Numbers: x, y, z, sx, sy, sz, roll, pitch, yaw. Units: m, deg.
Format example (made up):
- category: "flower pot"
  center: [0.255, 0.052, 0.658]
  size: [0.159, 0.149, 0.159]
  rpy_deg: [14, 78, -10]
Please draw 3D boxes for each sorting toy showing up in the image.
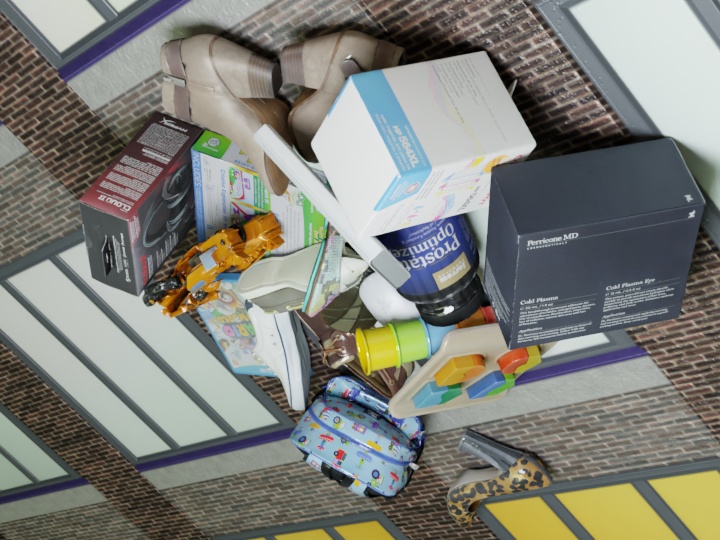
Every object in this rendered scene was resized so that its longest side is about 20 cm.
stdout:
- category: "sorting toy"
  center: [0.149, 0.128, 1.714]
  size: [0.200, 0.184, 0.037]
  rpy_deg: [-58, 46, 51]

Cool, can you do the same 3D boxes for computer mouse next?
- category: "computer mouse"
  center: [0.081, 0.073, 1.740]
  size: [0.200, 0.044, 0.110]
  rpy_deg: [33, 123, -22]

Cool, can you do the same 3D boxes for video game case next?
- category: "video game case"
  center: [-0.166, 0.081, 1.990]
  size: [0.143, 0.018, 0.200]
  rpy_deg: [2, 134, 33]

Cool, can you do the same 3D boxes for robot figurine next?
- category: "robot figurine"
  center: [-0.192, -0.001, 1.746]
  size: [0.200, 0.145, 0.058]
  rpy_deg: [-37, 82, 40]

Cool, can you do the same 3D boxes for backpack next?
- category: "backpack"
  center: [-0.002, 0.232, 1.883]
  size: [0.182, 0.135, 0.200]
  rpy_deg: [29, 180, 8]

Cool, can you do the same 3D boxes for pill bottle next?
- category: "pill bottle"
  center: [0.075, -0.033, 1.615]
  size: [0.112, 0.112, 0.200]
  rpy_deg: [0, 133, 35]

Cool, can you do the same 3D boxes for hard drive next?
- category: "hard drive"
  center: [-0.031, -0.070, 1.513]
  size: [0.200, 0.026, 0.132]
  rpy_deg: [48, -178, 20]

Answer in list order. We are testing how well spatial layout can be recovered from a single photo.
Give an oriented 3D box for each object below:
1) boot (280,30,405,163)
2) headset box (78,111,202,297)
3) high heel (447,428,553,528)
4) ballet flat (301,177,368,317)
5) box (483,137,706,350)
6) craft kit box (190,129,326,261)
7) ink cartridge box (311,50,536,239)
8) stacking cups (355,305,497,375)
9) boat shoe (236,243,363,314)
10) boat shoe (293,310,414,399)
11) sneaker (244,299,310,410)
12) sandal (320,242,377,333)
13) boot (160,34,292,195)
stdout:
- category: "boot"
  center: [-0.007, -0.187, 1.539]
  size: [0.146, 0.070, 0.200]
  rpy_deg: [7, 146, 16]
- category: "headset box"
  center: [-0.277, -0.078, 1.735]
  size: [0.077, 0.200, 0.149]
  rpy_deg: [21, 141, 14]
- category: "high heel"
  center: [0.201, 0.329, 1.968]
  size: [0.142, 0.071, 0.201]
  rpy_deg: [23, 134, 21]
- category: "ballet flat"
  center: [-0.020, -0.039, 1.632]
  size: [0.071, 0.201, 0.069]
  rpy_deg: [10, 180, -3]
- category: "box"
  center: [0.241, -0.027, 1.437]
  size: [0.199, 0.104, 0.182]
  rpy_deg: [-10, 139, -8]
- category: "craft kit box"
  center: [-0.120, -0.069, 1.768]
  size: [0.197, 0.049, 0.200]
  rpy_deg: [23, 143, 15]
- category: "ink cartridge box"
  center: [0.076, -0.135, 1.432]
  size: [0.126, 0.199, 0.129]
  rpy_deg: [64, 149, 19]
- category: "stacking cups"
  center: [0.096, 0.080, 1.693]
  size: [0.199, 0.061, 0.061]
  rpy_deg: [-12, 141, -12]
- category: "boat shoe"
  center: [-0.069, 0.015, 1.738]
  size: [0.201, 0.072, 0.060]
  rpy_deg: [-10, 137, 40]
- category: "boat shoe"
  center: [-0.019, 0.103, 1.867]
  size: [0.200, 0.072, 0.072]
  rpy_deg: [40, 142, -11]
- category: "sneaker"
  center: [-0.116, 0.111, 1.929]
  size: [0.070, 0.073, 0.201]
  rpy_deg: [-3, 120, 12]
- category: "sandal"
  center: [0.000, 0.000, 1.760]
  size: [0.081, 0.055, 0.201]
  rpy_deg: [16, 127, 10]
- category: "boot"
  center: [-0.162, -0.187, 1.620]
  size: [0.146, 0.070, 0.201]
  rpy_deg: [10, 125, 17]
